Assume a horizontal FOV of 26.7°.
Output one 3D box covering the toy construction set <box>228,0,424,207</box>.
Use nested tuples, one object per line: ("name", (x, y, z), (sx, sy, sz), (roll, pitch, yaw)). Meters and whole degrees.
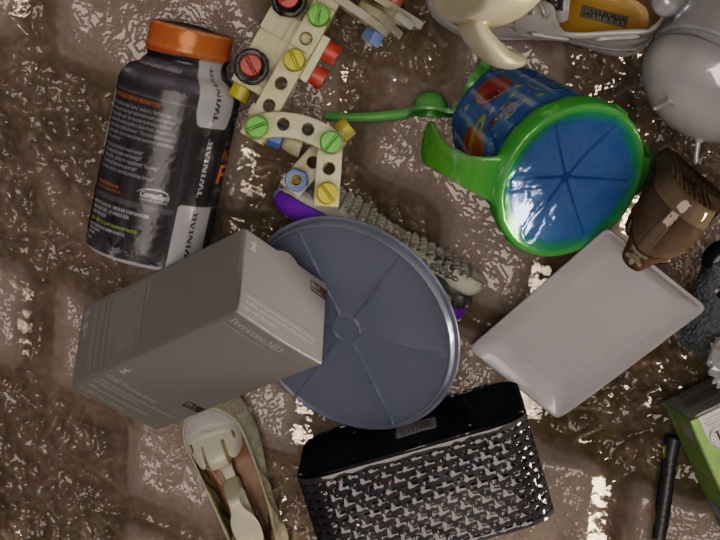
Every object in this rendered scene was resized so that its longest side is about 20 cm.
("toy construction set", (-0.031, -0.162, 1.245), (0.131, 0.092, 0.201), (29, 78, -1))

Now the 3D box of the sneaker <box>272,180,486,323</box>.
("sneaker", (0.000, 0.000, 1.310), (0.199, 0.070, 0.100), (30, 105, -2))

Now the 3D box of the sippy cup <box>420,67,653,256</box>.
("sippy cup", (0.143, -0.101, 1.246), (0.140, 0.130, 0.178), (-47, 128, 7))

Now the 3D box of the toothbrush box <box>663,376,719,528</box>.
("toothbrush box", (0.375, 0.176, 1.314), (0.145, 0.086, 0.201), (-27, 97, -1))

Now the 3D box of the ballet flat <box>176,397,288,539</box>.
("ballet flat", (-0.113, 0.179, 1.345), (0.067, 0.062, 0.201), (-24, 98, 5))

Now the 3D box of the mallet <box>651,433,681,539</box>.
("mallet", (0.266, 0.249, 1.346), (0.041, 0.066, 0.201), (7, 99, -2))

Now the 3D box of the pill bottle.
("pill bottle", (-0.162, -0.107, 1.275), (0.106, 0.106, 0.201), (13, 100, -1))

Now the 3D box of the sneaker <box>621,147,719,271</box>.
("sneaker", (0.242, -0.047, 1.213), (0.070, 0.200, 0.076), (44, 107, 8))

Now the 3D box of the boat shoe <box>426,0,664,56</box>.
("boat shoe", (0.155, -0.221, 1.253), (0.199, 0.070, 0.071), (11, 82, -6))

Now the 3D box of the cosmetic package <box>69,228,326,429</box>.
("cosmetic package", (-0.133, 0.052, 1.255), (0.199, 0.091, 0.107), (-23, 139, 37))

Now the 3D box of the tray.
("tray", (0.190, 0.045, 1.290), (0.107, 0.022, 0.200), (37, 133, -8))

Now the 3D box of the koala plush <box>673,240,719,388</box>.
("koala plush", (0.351, 0.014, 1.256), (0.200, 0.177, 0.184), (-42, 106, 4))

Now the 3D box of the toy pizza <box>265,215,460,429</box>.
("toy pizza", (-0.006, 0.043, 1.280), (0.199, 0.032, 0.201), (12, 120, 22))

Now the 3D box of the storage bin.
("storage bin", (0.055, 0.176, 1.303), (0.199, 0.135, 0.094), (-17, 99, 4))

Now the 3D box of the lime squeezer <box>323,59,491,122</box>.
("lime squeezer", (0.067, -0.160, 1.296), (0.199, 0.038, 0.071), (-33, 97, 7))

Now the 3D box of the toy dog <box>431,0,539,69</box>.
("toy dog", (0.139, -0.265, 1.149), (0.199, 0.139, 0.195), (-21, 90, -37))

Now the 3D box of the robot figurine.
("robot figurine", (0.302, -0.186, 1.229), (0.169, 0.113, 0.201), (39, 74, -22))
